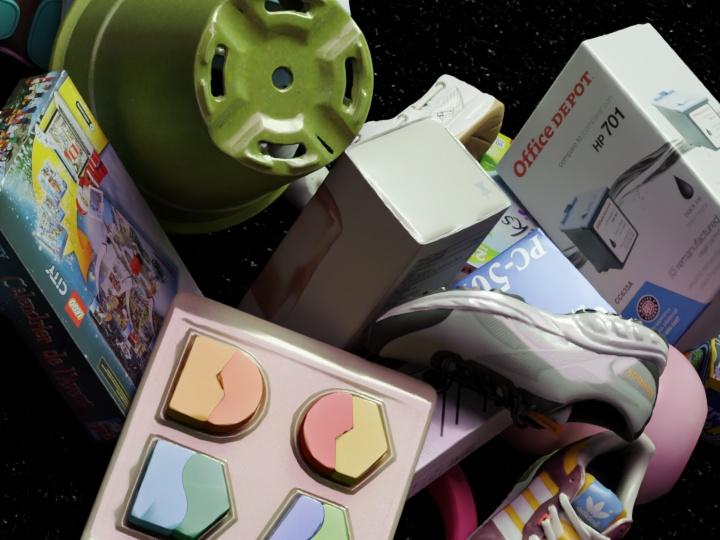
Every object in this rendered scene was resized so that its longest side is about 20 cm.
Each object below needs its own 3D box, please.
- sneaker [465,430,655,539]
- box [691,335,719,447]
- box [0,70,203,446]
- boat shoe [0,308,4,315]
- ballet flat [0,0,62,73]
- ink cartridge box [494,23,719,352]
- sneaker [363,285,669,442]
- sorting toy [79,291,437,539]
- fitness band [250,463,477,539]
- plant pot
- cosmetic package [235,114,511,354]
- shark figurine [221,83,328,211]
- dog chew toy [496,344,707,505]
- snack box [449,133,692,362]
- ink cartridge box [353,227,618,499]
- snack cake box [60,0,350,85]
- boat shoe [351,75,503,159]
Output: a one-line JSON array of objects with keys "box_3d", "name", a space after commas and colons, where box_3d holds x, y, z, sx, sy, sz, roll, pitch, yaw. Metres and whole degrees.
[{"box_3d": [0.123, 0.174, 1.543, 0.075, 0.090, 0.200, 44, 48, -9], "name": "sneaker"}, {"box_3d": [0.288, 0.047, 1.858, 0.070, 0.064, 0.201, 24, 40, -12], "name": "box"}, {"box_3d": [-0.179, -0.007, 1.512, 0.200, 0.038, 0.137, 61, 34, -33], "name": "box"}, {"box_3d": [-0.231, -0.001, 1.553, 0.199, 0.071, 0.070, -7, 66, -39], "name": "boat shoe"}, {"box_3d": [-0.248, -0.187, 1.732, 0.199, 0.069, 0.071, 13, 25, -23], "name": "ballet flat"}, {"box_3d": [0.213, -0.057, 1.739, 0.086, 0.147, 0.200, -21, 64, -43], "name": "ink cartridge box"}, {"box_3d": [0.099, 0.062, 1.537, 0.199, 0.074, 0.080, 10, 68, -1], "name": "sneaker"}, {"box_3d": [-0.060, 0.123, 1.493, 0.184, 0.037, 0.201, 21, 63, -4], "name": "sorting toy"}, {"box_3d": [-0.010, 0.152, 1.571, 0.199, 0.037, 0.144, 7, 47, -31], "name": "fitness band"}, {"box_3d": [-0.082, -0.120, 1.550, 0.199, 0.190, 0.201, -1, 93, -24], "name": "plant pot"}, {"box_3d": [0.000, 0.000, 1.599, 0.103, 0.200, 0.087, -22, 67, -46], "name": "cosmetic package"}, {"box_3d": [-0.089, -0.136, 1.779, 0.128, 0.089, 0.215, 38, 32, -55], "name": "shark figurine"}, {"box_3d": [0.142, 0.084, 1.684, 0.199, 0.125, 0.125, 26, 39, 3], "name": "dog chew toy"}, {"box_3d": [0.158, 0.003, 1.809, 0.199, 0.068, 0.169, 26, 40, -8], "name": "snack box"}, {"box_3d": [0.072, 0.063, 1.599, 0.200, 0.044, 0.094, -33, 68, -22], "name": "ink cartridge box"}, {"box_3d": [-0.112, -0.206, 1.713, 0.199, 0.067, 0.115, 12, 35, -14], "name": "snack cake box"}, {"box_3d": [0.019, -0.076, 1.750, 0.069, 0.071, 0.200, 37, 54, 20], "name": "boat shoe"}]
